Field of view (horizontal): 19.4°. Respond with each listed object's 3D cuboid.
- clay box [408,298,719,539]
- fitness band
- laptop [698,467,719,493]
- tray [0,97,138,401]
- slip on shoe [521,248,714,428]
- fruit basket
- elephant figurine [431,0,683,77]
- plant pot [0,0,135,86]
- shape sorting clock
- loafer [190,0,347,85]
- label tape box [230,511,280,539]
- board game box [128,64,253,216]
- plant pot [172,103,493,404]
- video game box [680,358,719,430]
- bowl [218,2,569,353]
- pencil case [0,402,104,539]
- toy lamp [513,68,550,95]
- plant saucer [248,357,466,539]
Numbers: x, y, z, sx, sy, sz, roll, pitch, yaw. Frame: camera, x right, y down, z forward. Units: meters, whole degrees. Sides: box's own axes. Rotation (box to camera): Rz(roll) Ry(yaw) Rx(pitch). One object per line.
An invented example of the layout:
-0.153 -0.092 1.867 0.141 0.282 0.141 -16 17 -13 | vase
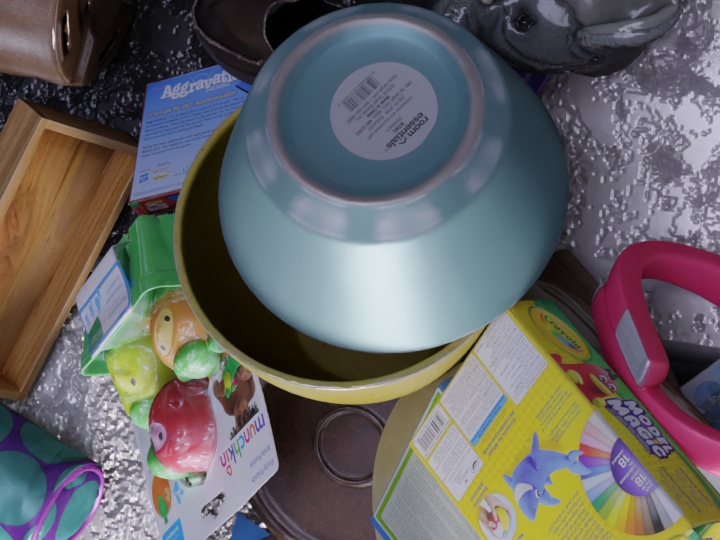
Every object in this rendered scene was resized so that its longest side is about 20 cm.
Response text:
0.121 0.124 1.157 0.200 0.048 0.115 51 124 30 | clay box
0.210 0.053 1.216 0.143 0.200 0.037 16 121 -15 | fitness band
0.199 0.208 1.217 0.187 0.200 0.116 32 65 17 | laptop
-0.230 -0.012 1.426 0.037 0.099 0.200 37 104 41 | tray
0.159 0.054 1.274 0.061 0.076 0.200 -35 45 -16 | slip on shoe
-0.118 0.071 1.351 0.185 0.094 0.200 -46 48 51 | fruit basket
0.134 -0.173 1.266 0.155 0.141 0.200 17 87 36 | elephant figurine
-0.255 -0.220 1.391 0.198 0.200 0.201 16 97 12 | plant pot
0.078 0.154 1.273 0.200 0.039 0.200 17 111 49 | shape sorting clock
-0.039 -0.155 1.337 0.200 0.071 0.073 24 71 40 | loafer
-0.061 0.258 1.343 0.200 0.063 0.145 27 105 45 | label tape box
-0.056 -0.101 1.369 0.200 0.019 0.103 -12 53 23 | board game box
0.000 0.000 1.258 0.200 0.142 0.200 -3 67 6 | plant pot
0.205 0.180 1.298 0.200 0.047 0.182 -38 80 17 | video game box
0.012 -0.066 1.151 0.200 0.105 0.201 -3 67 7 | bowl
-0.279 0.127 1.457 0.200 0.085 0.093 27 123 17 | pencil case
0.042 -0.075 1.346 0.200 0.058 0.058 -45 77 16 | toy lamp
-0.001 0.110 1.365 0.200 0.034 0.201 4 100 20 | plant saucer
